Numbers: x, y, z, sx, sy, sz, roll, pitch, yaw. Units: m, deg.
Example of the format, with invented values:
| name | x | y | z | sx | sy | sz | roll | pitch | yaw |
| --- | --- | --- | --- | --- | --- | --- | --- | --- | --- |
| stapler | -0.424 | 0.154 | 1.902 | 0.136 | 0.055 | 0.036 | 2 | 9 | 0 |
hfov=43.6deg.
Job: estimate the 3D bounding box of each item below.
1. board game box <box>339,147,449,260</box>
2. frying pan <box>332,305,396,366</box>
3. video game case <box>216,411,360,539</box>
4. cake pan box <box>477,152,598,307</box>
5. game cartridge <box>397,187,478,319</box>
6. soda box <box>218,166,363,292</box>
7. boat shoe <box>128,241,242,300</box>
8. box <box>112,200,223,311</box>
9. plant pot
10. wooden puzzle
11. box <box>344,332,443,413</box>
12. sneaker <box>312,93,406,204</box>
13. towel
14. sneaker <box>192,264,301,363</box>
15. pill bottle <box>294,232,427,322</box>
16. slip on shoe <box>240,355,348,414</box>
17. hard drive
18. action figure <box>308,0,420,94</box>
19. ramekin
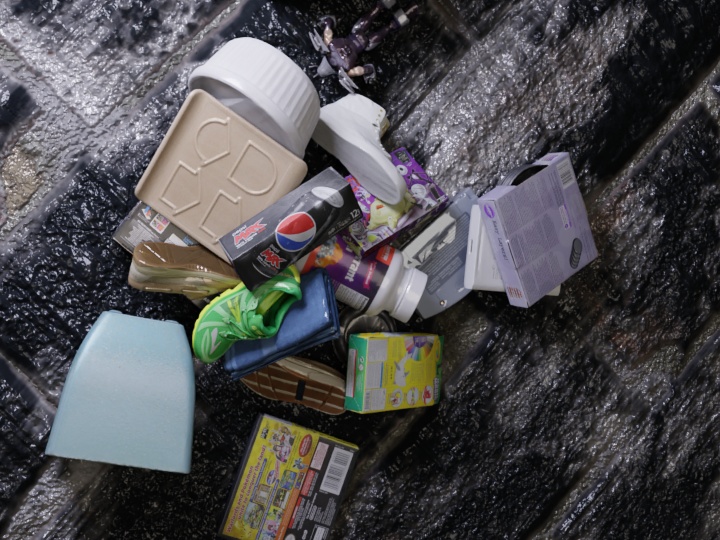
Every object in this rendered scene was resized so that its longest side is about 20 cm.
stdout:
| name | x | y | z | sx | sy | sz | roll | pitch | yaw |
| --- | --- | --- | --- | --- | --- | --- | --- | --- | --- |
| board game box | 0.034 | -0.107 | 1.392 | 0.198 | 0.033 | 0.120 | -33 | 70 | -36 |
| frying pan | -0.019 | 0.086 | 1.453 | 0.189 | 0.031 | 0.116 | 37 | 82 | -17 |
| video game case | -0.114 | 0.350 | 1.441 | 0.177 | 0.025 | 0.204 | 21 | 88 | -16 |
| cake pan box | 0.291 | -0.071 | 1.465 | 0.183 | 0.052 | 0.204 | -33 | 112 | -29 |
| game cartridge | 0.145 | -0.022 | 1.488 | 0.199 | 0.040 | 0.134 | -41 | 99 | -10 |
| soda box | -0.098 | -0.060 | 1.275 | 0.198 | 0.071 | 0.064 | -34 | 128 | -9 |
| boat shoe | -0.241 | 0.005 | 1.324 | 0.196 | 0.072 | 0.065 | 9 | 127 | -24 |
| box | -0.240 | -0.066 | 1.371 | 0.199 | 0.050 | 0.200 | 39 | 82 | -14 |
| plant pot | -0.331 | 0.167 | 1.291 | 0.192 | 0.195 | 0.205 | 11 | 82 | -15 |
| wooden puzzle | -0.200 | -0.131 | 1.305 | 0.198 | 0.046 | 0.187 | 33 | 103 | -5 |
| box | 0.060 | 0.159 | 1.435 | 0.197 | 0.048 | 0.121 | 4 | 92 | -45 |
| sneaker | 0.022 | -0.198 | 1.386 | 0.200 | 0.074 | 0.115 | 45 | 56 | 15 |
| towel | -0.121 | 0.079 | 1.341 | 0.197 | 0.114 | 0.048 | -26 | 145 | 23 |
| sneaker | -0.166 | 0.067 | 1.298 | 0.199 | 0.084 | 0.074 | -42 | 136 | 10 |
| pill bottle | 0.000 | 0.000 | 1.393 | 0.197 | 0.111 | 0.113 | 26 | 86 | -5 |
| slip on shoe | -0.105 | 0.164 | 1.419 | 0.195 | 0.061 | 0.077 | 17 | 116 | 2 |
| hard drive | 0.259 | -0.031 | 1.492 | 0.196 | 0.026 | 0.135 | 5 | 92 | -33 |
| action figure | 0.003 | -0.364 | 1.416 | 0.199 | 0.069 | 0.131 | -41 | 109 | -6 |
| ramekin | -0.147 | -0.249 | 1.317 | 0.201 | 0.202 | 0.095 | 38 | 73 | -14 |
